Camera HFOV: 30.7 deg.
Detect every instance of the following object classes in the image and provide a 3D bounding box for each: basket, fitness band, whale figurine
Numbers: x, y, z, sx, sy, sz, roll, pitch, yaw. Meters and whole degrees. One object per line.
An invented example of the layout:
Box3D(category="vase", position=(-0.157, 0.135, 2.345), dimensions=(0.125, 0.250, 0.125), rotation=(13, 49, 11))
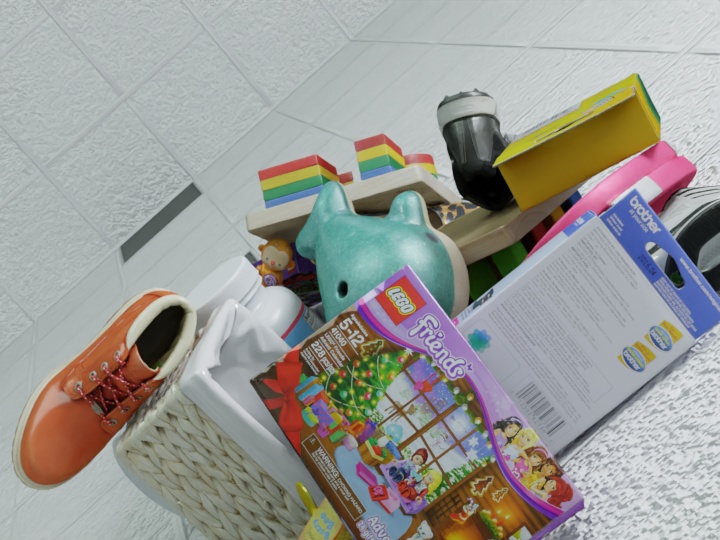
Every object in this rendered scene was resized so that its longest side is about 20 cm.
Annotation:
Box3D(category="basket", position=(-0.090, 0.149, 1.096), dimensions=(0.123, 0.200, 0.136), rotation=(-41, 14, 22))
Box3D(category="fitness band", position=(0.194, -0.032, 1.056), dimensions=(0.199, 0.037, 0.144), rotation=(-31, -18, -40))
Box3D(category="whale figurine", position=(0.000, 0.000, 1.110), dimensions=(0.200, 0.103, 0.160), rotation=(46, 116, 38))

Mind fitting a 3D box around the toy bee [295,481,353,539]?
Box3D(category="toy bee", position=(-0.006, 0.175, 0.956), dimensions=(0.130, 0.109, 0.201), rotation=(5, 56, 46))

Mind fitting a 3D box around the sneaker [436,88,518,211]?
Box3D(category="sneaker", position=(0.117, -0.092, 1.211), dimensions=(0.066, 0.091, 0.200), rotation=(-13, -16, 14))

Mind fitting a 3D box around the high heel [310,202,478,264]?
Box3D(category="high heel", position=(0.038, -0.046, 1.381), dimensions=(0.199, 0.143, 0.072), rotation=(-25, 59, 5))

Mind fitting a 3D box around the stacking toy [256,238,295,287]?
Box3D(category="stacking toy", position=(-0.117, 0.041, 1.461), dimensions=(0.201, 0.116, 0.110), rotation=(-62, -2, 39))

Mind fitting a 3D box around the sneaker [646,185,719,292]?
Box3D(category="sneaker", position=(0.224, 0.002, 1.010), dimensions=(0.200, 0.076, 0.115), rotation=(-33, 6, 17))

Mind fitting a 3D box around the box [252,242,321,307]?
Box3D(category="box", position=(-0.087, 0.017, 1.575), dimensions=(0.136, 0.039, 0.199), rotation=(-1, -17, -43))

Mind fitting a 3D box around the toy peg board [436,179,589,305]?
Box3D(category="toy peg board", position=(0.124, 0.000, 1.215), dimensions=(0.199, 0.098, 0.199), rotation=(-25, 7, 40))

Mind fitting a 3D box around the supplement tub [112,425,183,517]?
Box3D(category="supplement tub", position=(-0.144, 0.137, 1.335), dimensions=(0.145, 0.146, 0.200), rotation=(-21, 25, 50))

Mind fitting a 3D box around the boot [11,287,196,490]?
Box3D(category="boot", position=(-0.207, 0.095, 1.067), dimensions=(0.200, 0.075, 0.107), rotation=(-53, 16, -14))

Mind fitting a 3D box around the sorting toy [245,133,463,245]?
Box3D(category="sorting toy", position=(-0.005, -0.085, 1.456), dimensions=(0.199, 0.070, 0.199), rotation=(-16, -12, 16))

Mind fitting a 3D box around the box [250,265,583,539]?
Box3D(category="box", position=(0.036, 0.115, 0.879), dimensions=(0.136, 0.200, 0.039), rotation=(-36, -21, -3))

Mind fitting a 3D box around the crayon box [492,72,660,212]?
Box3D(category="crayon box", position=(0.183, -0.107, 1.089), dimensions=(0.126, 0.051, 0.200), rotation=(-27, 5, 18))

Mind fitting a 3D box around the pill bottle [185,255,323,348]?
Box3D(category="pill bottle", position=(-0.073, 0.087, 1.200), dimensions=(0.109, 0.200, 0.109), rotation=(-37, 16, 13))

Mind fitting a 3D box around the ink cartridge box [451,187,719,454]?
Box3D(category="ink cartridge box", position=(0.150, 0.045, 0.941), dimensions=(0.200, 0.120, 0.042), rotation=(-39, 7, 9))
